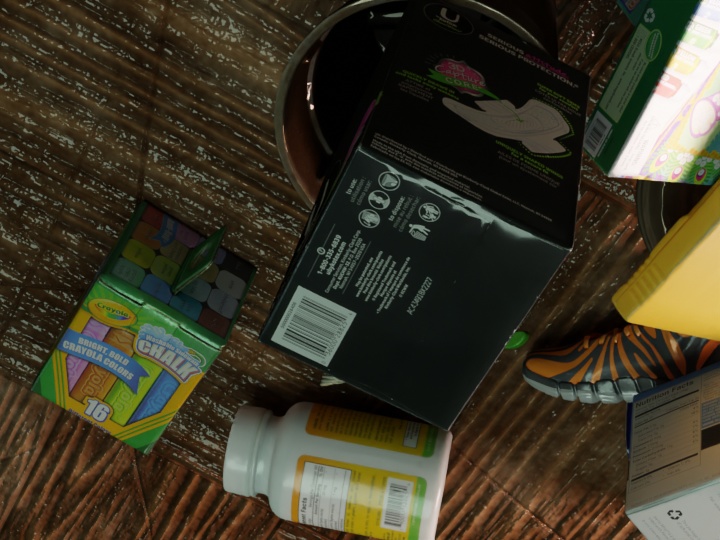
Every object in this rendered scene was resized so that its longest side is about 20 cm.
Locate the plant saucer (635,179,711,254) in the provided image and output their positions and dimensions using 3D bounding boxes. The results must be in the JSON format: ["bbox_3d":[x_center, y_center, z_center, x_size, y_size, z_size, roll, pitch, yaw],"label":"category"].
[{"bbox_3d":[0.311,-0.057,1.024,0.199,0.029,0.201,1,106,5],"label":"plant saucer"}]

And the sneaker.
[{"bbox_3d":[0.230,0.051,1.134,0.199,0.078,0.112,0,104,28],"label":"sneaker"}]

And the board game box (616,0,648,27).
[{"bbox_3d":[0.294,-0.215,0.902,0.152,0.045,0.200,25,117,-24],"label":"board game box"}]

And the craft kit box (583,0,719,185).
[{"bbox_3d":[0.263,-0.145,0.861,0.197,0.049,0.200,-1,128,-34],"label":"craft kit box"}]

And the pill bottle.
[{"bbox_3d":[-0.021,0.183,1.250,0.199,0.111,0.111,10,126,6],"label":"pill bottle"}]

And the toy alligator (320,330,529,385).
[{"bbox_3d":[0.050,0.058,1.187,0.199,0.059,0.054,-13,78,23],"label":"toy alligator"}]

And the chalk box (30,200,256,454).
[{"bbox_3d":[-0.180,0.036,1.177,0.124,0.125,0.200,31,124,-10],"label":"chalk box"}]

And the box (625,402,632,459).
[{"bbox_3d":[0.348,0.174,1.164,0.199,0.105,0.184,-12,121,19],"label":"box"}]

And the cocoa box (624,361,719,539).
[{"bbox_3d":[0.309,0.179,1.027,0.133,0.131,0.200,-27,117,30],"label":"cocoa box"}]

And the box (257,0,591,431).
[{"bbox_3d":[0.042,-0.040,0.781,0.124,0.200,0.149,26,126,-5],"label":"box"}]

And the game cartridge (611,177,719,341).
[{"bbox_3d":[0.294,-0.029,0.938,0.176,0.032,0.200,12,129,-39],"label":"game cartridge"}]

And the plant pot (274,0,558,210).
[{"bbox_3d":[0.058,-0.141,0.954,0.199,0.198,0.201,6,124,8],"label":"plant pot"}]
